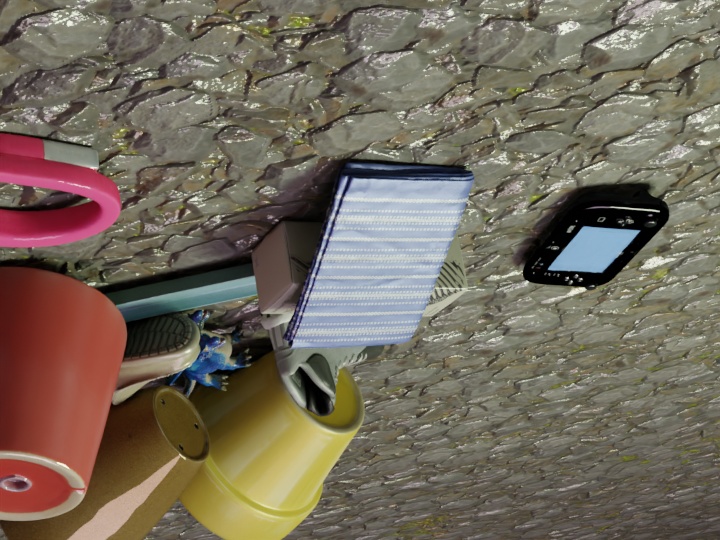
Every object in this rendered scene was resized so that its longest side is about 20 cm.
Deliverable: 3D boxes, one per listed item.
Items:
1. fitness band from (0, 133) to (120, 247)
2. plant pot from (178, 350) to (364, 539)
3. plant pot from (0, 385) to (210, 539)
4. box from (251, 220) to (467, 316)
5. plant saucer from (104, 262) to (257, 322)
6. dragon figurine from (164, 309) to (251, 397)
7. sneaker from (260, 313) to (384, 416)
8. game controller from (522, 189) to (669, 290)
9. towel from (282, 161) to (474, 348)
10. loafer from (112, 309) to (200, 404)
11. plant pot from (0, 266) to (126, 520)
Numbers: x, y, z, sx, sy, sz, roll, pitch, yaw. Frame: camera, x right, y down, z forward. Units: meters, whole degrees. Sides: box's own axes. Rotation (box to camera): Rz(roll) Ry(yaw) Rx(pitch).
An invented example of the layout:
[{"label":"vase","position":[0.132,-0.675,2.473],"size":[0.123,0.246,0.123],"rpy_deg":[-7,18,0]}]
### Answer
[{"label":"fitness band","position":[-0.290,-0.060,1.246],"size":[0.198,0.038,0.143],"rpy_deg":[8,152,-38]},{"label":"plant pot","position":[-0.101,0.188,1.786],"size":[0.200,0.202,0.189],"rpy_deg":[11,136,-44]},{"label":"plant pot","position":[-0.264,0.214,1.657],"size":[0.199,0.188,0.186],"rpy_deg":[-32,153,20]},{"label":"box","position":[0.000,0.000,1.502],"size":[0.198,0.069,0.082],"rpy_deg":[1,157,-29]},{"label":"plant saucer","position":[-0.183,0.024,1.537],"size":[0.198,0.019,0.070],"rpy_deg":[-11,165,4]},{"label":"dragon figurine","position":[-0.186,0.097,1.672],"size":[0.099,0.059,0.200],"rpy_deg":[5,154,-35]},{"label":"sneaker","position":[-0.036,0.109,1.698],"size":[0.075,0.117,0.199],"rpy_deg":[-23,156,31]},{"label":"game controller","position":[0.239,-0.028,1.589],"size":[0.103,0.043,0.200],"rpy_deg":[-5,158,-16]},{"label":"towel","position":[0.016,-0.012,1.423],"size":[0.143,0.024,0.201],"rpy_deg":[-1,127,-30]},{"label":"loafer","position":[-0.243,0.096,1.601],"size":[0.198,0.076,0.069],"rpy_deg":[-12,129,28]},{"label":"plant pot","position":[-0.320,0.124,1.446],"size":[0.198,0.179,0.201],"rpy_deg":[-2,146,-1]}]
